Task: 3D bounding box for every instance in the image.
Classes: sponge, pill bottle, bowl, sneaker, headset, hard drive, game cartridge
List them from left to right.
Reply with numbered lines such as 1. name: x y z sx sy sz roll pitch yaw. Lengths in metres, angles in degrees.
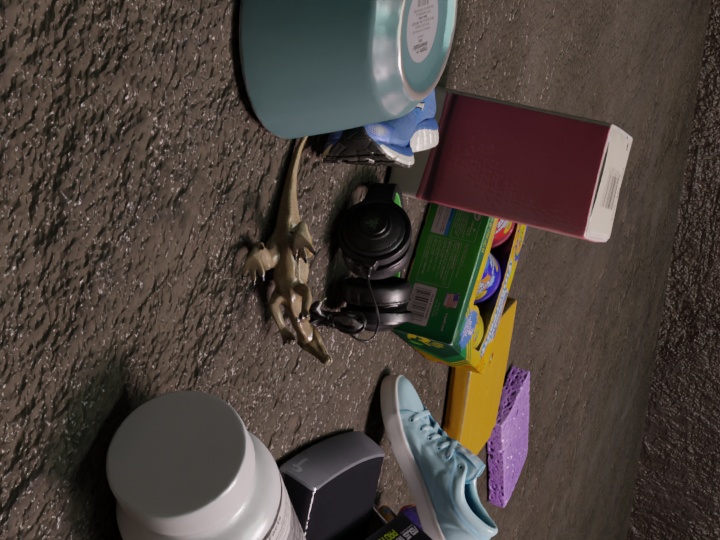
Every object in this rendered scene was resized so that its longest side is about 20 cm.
1. pill bottle: -0.104 0.176 0.952 0.200 0.116 0.117 76 34 -52
2. hard drive: -0.033 0.228 1.287 0.200 0.042 0.135 -7 110 -69
3. headset: 0.000 0.000 1.216 0.200 0.094 0.124 -72 163 -60
4. bowl: 0.003 -0.189 0.999 0.201 0.105 0.202 12 90 -68
5. sneaker: 0.018 -0.137 1.148 0.200 0.078 0.089 -47 139 -69
6. sneaker: 0.087 0.194 1.422 0.201 0.082 0.074 68 17 0
7. game cartridge: 0.147 0.152 1.751 0.176 0.032 0.201 -38 140 -60
8. sponge: 0.216 0.245 1.996 0.200 0.030 0.112 84 28 -45

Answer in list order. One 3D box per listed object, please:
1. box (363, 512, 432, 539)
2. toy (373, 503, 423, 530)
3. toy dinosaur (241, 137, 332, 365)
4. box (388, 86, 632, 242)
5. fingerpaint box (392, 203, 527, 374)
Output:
1. box: -0.020 0.324 1.299 0.160 0.044 0.200 -56 165 15
2. toy: 0.065 0.289 1.485 0.047 0.115 0.200 -39 154 -7
3. toy dinosaur: -0.057 -0.017 1.067 0.101 0.058 0.201 -63 151 -78
4. box: 0.145 -0.102 1.311 0.128 0.199 0.109 1 102 -70
5. fingerpaint box: 0.116 -0.003 1.487 0.167 0.073 0.201 43 63 -68
